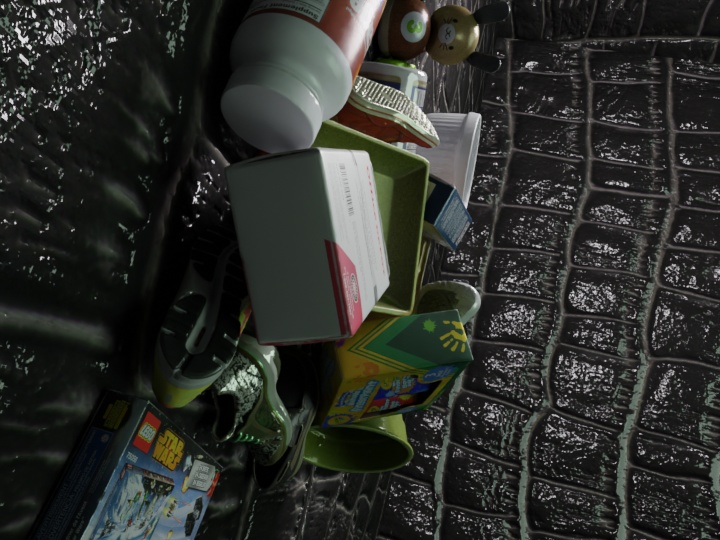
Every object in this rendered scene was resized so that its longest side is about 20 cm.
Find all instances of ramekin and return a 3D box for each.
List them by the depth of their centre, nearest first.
[{"bbox_3d":[0.142,-0.179,1.071,0.200,0.104,0.202,11,90,-79],"label":"ramekin"}]

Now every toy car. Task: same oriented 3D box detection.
[{"bbox_3d":[0.136,-0.387,1.003,0.158,0.199,0.165,-45,144,-68],"label":"toy car"}]

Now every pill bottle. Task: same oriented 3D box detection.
[{"bbox_3d":[-0.050,-0.208,0.557,0.112,0.111,0.201,78,27,-60],"label":"pill bottle"},{"bbox_3d":[0.030,-0.200,0.915,0.111,0.110,0.201,-38,138,-71],"label":"pill bottle"}]

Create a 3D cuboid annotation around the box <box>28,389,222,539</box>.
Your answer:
[{"bbox_3d":[-0.184,0.199,0.508,0.200,0.040,0.138,81,26,-58],"label":"box"}]

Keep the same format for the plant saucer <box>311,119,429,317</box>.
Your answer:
[{"bbox_3d":[-0.013,-0.056,0.719,0.199,0.048,0.202,12,82,-39],"label":"plant saucer"}]

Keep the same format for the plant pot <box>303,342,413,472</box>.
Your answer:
[{"bbox_3d":[-0.009,0.202,0.997,0.201,0.198,0.191,84,11,-54],"label":"plant pot"}]

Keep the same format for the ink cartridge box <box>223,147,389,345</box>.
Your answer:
[{"bbox_3d":[-0.035,-0.031,0.551,0.200,0.084,0.147,-38,120,-74],"label":"ink cartridge box"}]

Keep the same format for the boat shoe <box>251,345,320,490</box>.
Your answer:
[{"bbox_3d":[-0.100,0.197,0.795,0.073,0.074,0.201,-43,142,-69],"label":"boat shoe"}]

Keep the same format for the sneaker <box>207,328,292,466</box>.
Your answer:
[{"bbox_3d":[-0.132,0.156,0.663,0.089,0.076,0.201,-47,144,-42],"label":"sneaker"}]

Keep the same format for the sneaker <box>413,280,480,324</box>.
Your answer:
[{"bbox_3d":[0.114,0.078,0.941,0.099,0.200,0.078,12,56,-41],"label":"sneaker"}]

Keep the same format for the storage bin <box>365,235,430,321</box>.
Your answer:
[{"bbox_3d":[0.000,0.000,0.854,0.200,0.093,0.200,30,72,-53],"label":"storage bin"}]

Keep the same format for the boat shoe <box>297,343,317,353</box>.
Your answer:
[{"bbox_3d":[-0.043,0.053,0.932,0.200,0.067,0.072,-59,159,-52],"label":"boat shoe"}]

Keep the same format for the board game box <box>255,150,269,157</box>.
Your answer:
[{"bbox_3d":[-0.071,-0.146,0.733,0.201,0.019,0.103,-66,161,-44],"label":"board game box"}]

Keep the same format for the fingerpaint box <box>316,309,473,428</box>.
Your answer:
[{"bbox_3d":[0.032,0.135,0.804,0.200,0.166,0.074,112,-31,-58],"label":"fingerpaint box"}]

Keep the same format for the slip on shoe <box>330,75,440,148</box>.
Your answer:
[{"bbox_3d":[0.034,-0.199,0.811,0.199,0.074,0.061,6,142,-47],"label":"slip on shoe"}]

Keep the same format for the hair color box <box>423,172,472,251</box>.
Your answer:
[{"bbox_3d":[0.095,-0.091,0.885,0.061,0.100,0.200,-60,162,1],"label":"hair color box"}]

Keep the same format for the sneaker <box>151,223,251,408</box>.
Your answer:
[{"bbox_3d":[-0.133,0.035,0.538,0.090,0.078,0.200,-56,-171,37],"label":"sneaker"}]
